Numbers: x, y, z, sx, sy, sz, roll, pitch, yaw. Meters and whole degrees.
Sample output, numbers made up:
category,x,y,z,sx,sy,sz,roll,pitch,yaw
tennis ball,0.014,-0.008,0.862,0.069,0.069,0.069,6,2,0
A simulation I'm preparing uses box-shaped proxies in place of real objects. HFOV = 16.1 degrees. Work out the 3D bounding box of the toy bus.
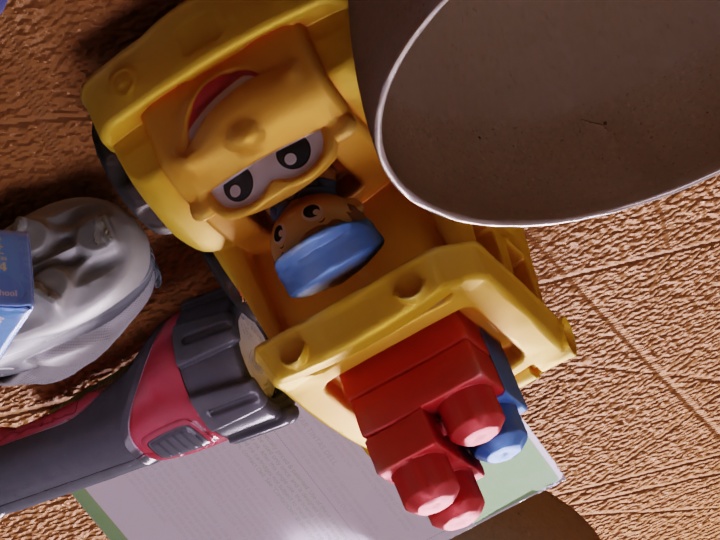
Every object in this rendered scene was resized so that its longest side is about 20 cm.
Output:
category,x,y,z,sx,sy,sz,roll,pitch,yaw
toy bus,0.000,0.000,0.994,0.136,0.192,0.200,-28,149,14

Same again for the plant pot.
category,x,y,z,sx,sy,sz,roll,pitch,yaw
plant pot,0.079,-0.127,0.888,0.200,0.135,0.200,-16,150,-9

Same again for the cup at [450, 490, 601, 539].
category,x,y,z,sx,sy,sz,roll,pitch,yaw
cup,0.011,0.165,1.306,0.200,0.200,0.143,-31,133,16

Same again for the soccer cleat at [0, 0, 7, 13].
category,x,y,z,sx,sy,sz,roll,pitch,yaw
soccer cleat,-0.198,-0.122,0.807,0.200,0.065,0.084,7,111,-35

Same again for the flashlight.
category,x,y,z,sx,sy,sz,roll,pitch,yaw
flashlight,-0.124,0.065,1.127,0.200,0.068,0.068,-19,-176,23

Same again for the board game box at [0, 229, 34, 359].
category,x,y,z,sx,sy,sz,roll,pitch,yaw
board game box,-0.235,0.027,0.913,0.200,0.037,0.151,6,149,-23

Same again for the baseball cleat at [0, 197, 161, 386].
category,x,y,z,sx,sy,sz,roll,pitch,yaw
baseball cleat,-0.177,0.035,1.059,0.200,0.070,0.106,-18,157,0

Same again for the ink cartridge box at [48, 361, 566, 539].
category,x,y,z,sx,sy,sz,roll,pitch,yaw
ink cartridge box,-0.027,0.082,1.183,0.200,0.048,0.146,-30,113,15
